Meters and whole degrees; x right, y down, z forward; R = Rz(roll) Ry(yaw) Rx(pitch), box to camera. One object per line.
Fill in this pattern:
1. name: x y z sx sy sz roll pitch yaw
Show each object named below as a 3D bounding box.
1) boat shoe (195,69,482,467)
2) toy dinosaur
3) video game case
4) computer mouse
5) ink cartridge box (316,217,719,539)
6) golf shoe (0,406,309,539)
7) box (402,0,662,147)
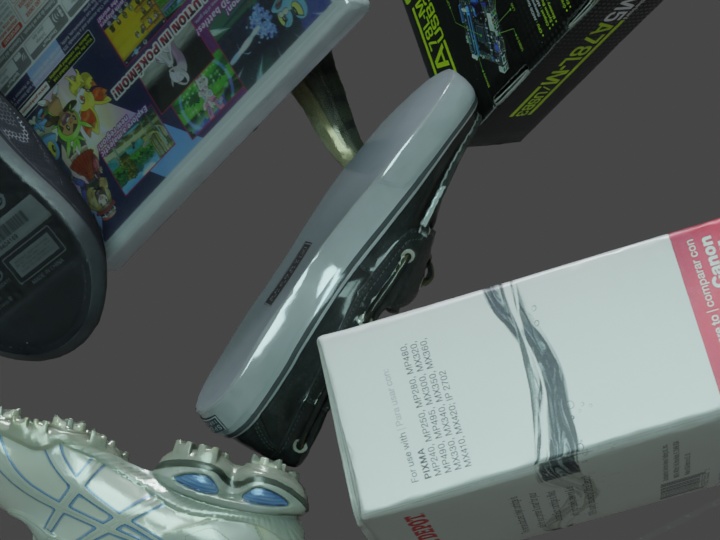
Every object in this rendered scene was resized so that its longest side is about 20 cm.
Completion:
1. boat shoe: 0.000 0.000 0.972 0.056 0.069 0.201 35 91 -15
2. toy dinosaur: -0.048 -0.109 1.024 0.088 0.047 0.201 -18 76 -4
3. video game case: -0.107 -0.131 0.999 0.200 0.023 0.183 -43 70 28
4. computer mouse: -0.187 -0.051 0.990 0.138 0.053 0.201 -31 99 15
5. ink cartridge box: 0.092 0.057 0.902 0.199 0.145 0.085 -16 71 3
6. golf shoe: -0.125 0.119 0.957 0.198 0.078 0.098 11 82 12
7. box: 0.070 -0.188 0.957 0.047 0.193 0.201 -9 69 -27
